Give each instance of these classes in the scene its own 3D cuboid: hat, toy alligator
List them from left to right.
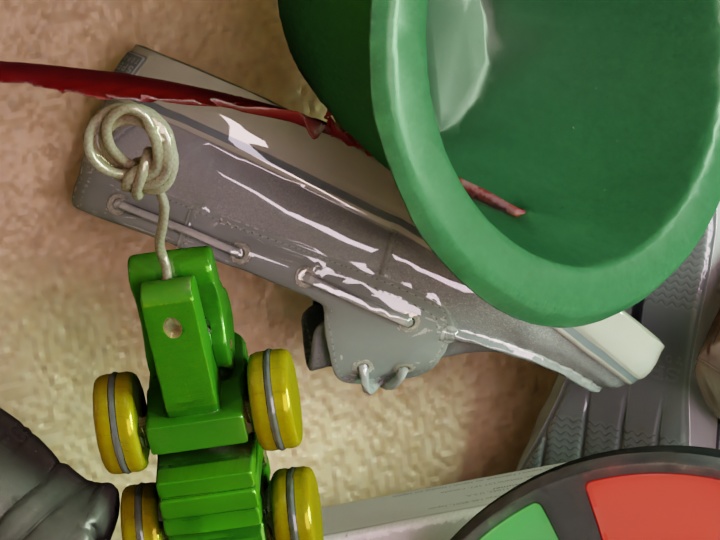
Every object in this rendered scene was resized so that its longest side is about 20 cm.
[{"bbox_3d":[-0.050,0.030,0.892,0.059,0.054,0.201,-8,117,4],"label":"toy alligator"},{"bbox_3d":[-0.004,-0.076,0.928,0.200,0.176,0.166,35,68,-42],"label":"hat"}]

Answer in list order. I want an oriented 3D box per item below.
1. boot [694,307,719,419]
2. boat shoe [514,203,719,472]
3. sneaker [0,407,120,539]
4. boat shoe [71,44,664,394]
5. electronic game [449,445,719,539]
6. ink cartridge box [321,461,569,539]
[{"bbox_3d":[0.204,0.012,1.032,0.186,0.064,0.201,34,53,-20],"label":"boot"},{"bbox_3d":[0.102,0.051,1.027,0.067,0.073,0.201,-9,116,-62],"label":"boat shoe"},{"bbox_3d":[-0.166,0.118,0.909,0.091,0.076,0.200,43,85,4],"label":"sneaker"},{"bbox_3d":[0.000,0.000,0.964,0.200,0.070,0.072,27,93,-7],"label":"boat shoe"},{"bbox_3d":[0.099,0.152,0.905,0.042,0.199,0.201,-24,112,-67],"label":"electronic game"},{"bbox_3d":[0.016,0.163,0.975,0.199,0.045,0.177,-10,100,-3],"label":"ink cartridge box"}]
